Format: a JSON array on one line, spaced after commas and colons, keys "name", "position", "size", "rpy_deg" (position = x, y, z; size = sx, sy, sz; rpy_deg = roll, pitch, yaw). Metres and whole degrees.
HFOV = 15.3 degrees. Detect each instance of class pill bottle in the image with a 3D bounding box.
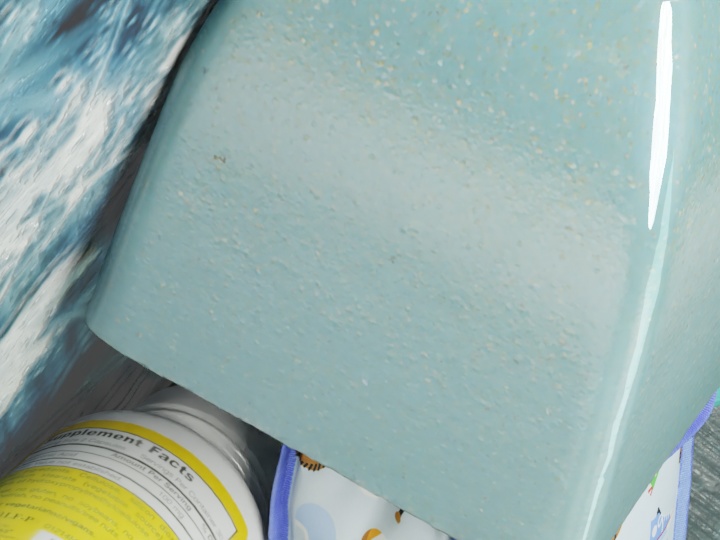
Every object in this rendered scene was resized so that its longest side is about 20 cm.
[{"name": "pill bottle", "position": [-0.102, 0.122, 1.035], "size": [0.112, 0.111, 0.200], "rpy_deg": [-58, 172, 33]}]

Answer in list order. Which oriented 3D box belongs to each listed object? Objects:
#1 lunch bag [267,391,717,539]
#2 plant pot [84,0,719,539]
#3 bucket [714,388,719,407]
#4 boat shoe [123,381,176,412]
[{"name": "lunch bag", "position": [0.054, 0.078, 1.057], "size": [0.170, 0.123, 0.201], "rpy_deg": [-31, 132, -45]}, {"name": "plant pot", "position": [0.051, -0.057, 0.900], "size": [0.196, 0.195, 0.201], "rpy_deg": [-46, 159, -49]}, {"name": "bucket", "position": [0.159, -0.039, 1.183], "size": [0.134, 0.208, 0.207], "rpy_deg": [-22, -168, 32]}, {"name": "boat shoe", "position": [-0.082, 0.100, 1.234], "size": [0.076, 0.072, 0.200], "rpy_deg": [-55, 173, 18]}]
